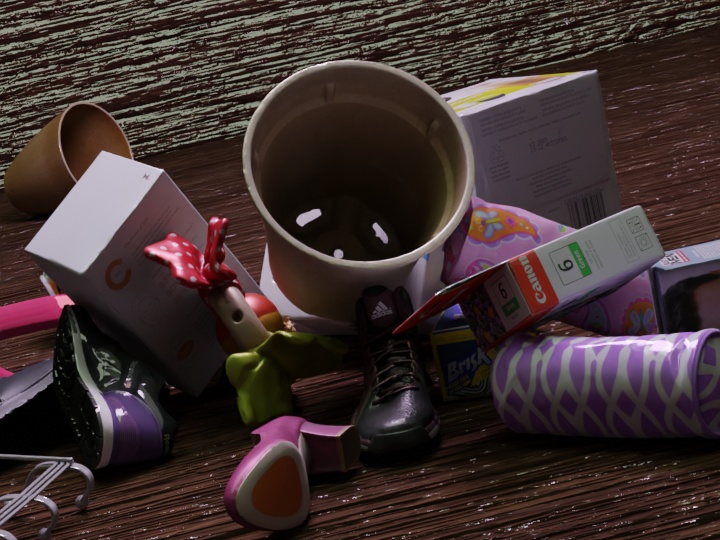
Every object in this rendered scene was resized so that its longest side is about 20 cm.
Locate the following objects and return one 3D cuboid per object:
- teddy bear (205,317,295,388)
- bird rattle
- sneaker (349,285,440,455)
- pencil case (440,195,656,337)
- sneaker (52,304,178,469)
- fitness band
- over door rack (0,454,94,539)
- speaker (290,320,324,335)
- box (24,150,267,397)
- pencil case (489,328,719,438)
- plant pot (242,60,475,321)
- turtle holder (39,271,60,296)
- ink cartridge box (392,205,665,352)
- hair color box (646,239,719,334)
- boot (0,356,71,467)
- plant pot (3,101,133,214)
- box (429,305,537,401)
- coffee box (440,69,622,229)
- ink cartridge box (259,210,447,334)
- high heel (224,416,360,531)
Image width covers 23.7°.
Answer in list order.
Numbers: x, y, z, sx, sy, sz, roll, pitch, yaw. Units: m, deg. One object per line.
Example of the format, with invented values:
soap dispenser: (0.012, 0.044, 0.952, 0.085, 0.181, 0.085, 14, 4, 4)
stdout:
teddy bear: (-0.136, 0.073, 1.755, 0.144, 0.067, 0.200, -28, 20, -12)
bird rattle: (-0.112, 0.048, 1.554, 0.113, 0.200, 0.163, -43, -11, -7)
sneaker: (0.019, 0.075, 1.428, 0.075, 0.117, 0.200, -12, 12, 3)
pencil case: (0.170, 0.002, 1.490, 0.198, 0.088, 0.087, 17, 10, -7)
sneaker: (-0.221, 0.106, 1.553, 0.087, 0.076, 0.201, 1, 36, -26)
fitness band: (-0.309, 0.078, 1.729, 0.198, 0.038, 0.144, -14, -33, 21)
over door rack: (-0.332, 0.184, 1.368, 0.198, 0.067, 0.148, 13, 18, 13)
speaker: (0.024, 0.020, 1.759, 0.198, 0.082, 0.081, -8, 13, 26)
box: (-0.198, 0.005, 1.618, 0.097, 0.200, 0.125, 19, 65, 43)
pencil case: (0.194, 0.082, 1.294, 0.198, 0.085, 0.086, -2, 35, 39)
plant pot: (-0.011, -0.052, 1.529, 0.198, 0.202, 0.184, -15, -23, -14)
turtle holder: (-0.318, -0.001, 2.073, 0.131, 0.142, 0.185, -32, 25, -10)
ink cartridge box: (0.133, 0.019, 1.365, 0.198, 0.051, 0.109, -23, -10, -24)
hair color box: (0.339, 0.020, 1.395, 0.197, 0.100, 0.061, -12, 13, 1)
boot: (-0.349, 0.103, 1.656, 0.167, 0.077, 0.199, 24, 38, 32)
plant pot: (-0.536, -0.179, 3.063, 0.199, 0.188, 0.186, -20, 6, 33)
box: (0.115, 0.054, 1.556, 0.069, 0.065, 0.200, -10, 13, 14)
coffee box: (0.142, -0.094, 1.872, 0.198, 0.202, 0.197, -19, 13, -32)
ink cartridge box: (0.000, 0.000, 1.685, 0.198, 0.117, 0.068, -1, -17, 35)
high heel: (-0.079, 0.150, 1.295, 0.095, 0.068, 0.200, -4, 13, 24)
